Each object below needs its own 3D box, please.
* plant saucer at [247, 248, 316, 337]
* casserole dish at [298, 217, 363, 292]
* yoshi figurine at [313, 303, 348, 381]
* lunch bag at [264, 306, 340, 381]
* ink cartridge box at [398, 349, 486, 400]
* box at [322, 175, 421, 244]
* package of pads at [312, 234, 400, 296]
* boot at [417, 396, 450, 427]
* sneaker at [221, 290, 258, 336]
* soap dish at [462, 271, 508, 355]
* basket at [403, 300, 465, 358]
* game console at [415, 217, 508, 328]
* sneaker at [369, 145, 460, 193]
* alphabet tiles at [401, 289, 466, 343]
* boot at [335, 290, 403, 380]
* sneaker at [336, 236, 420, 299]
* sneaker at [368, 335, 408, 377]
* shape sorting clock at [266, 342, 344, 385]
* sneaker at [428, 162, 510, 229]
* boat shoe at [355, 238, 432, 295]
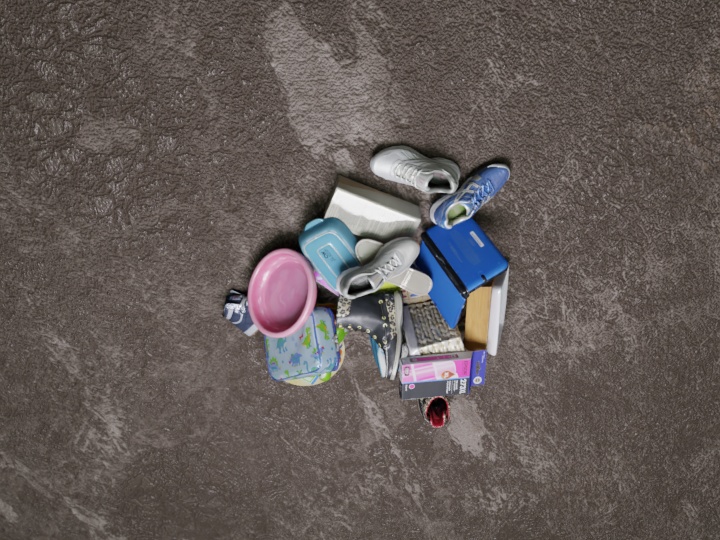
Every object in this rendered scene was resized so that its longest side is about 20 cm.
[{"bbox_3d":[-0.170,0.052,1.492,0.201,0.201,0.051,-45,148,23],"label":"plant saucer"},{"bbox_3d":[-0.054,-0.027,1.471,0.121,0.039,0.200,-27,116,19],"label":"casserole dish"},{"bbox_3d":[-0.097,0.186,1.605,0.112,0.112,0.200,13,115,3],"label":"yoshi figurine"},{"bbox_3d":[-0.137,0.168,1.543,0.200,0.082,0.161,-21,75,43],"label":"lunch bag"},{"bbox_3d":[0.185,0.230,1.462,0.199,0.037,0.095,-5,116,-9],"label":"ink cartridge box"},{"bbox_3d":[0.026,-0.125,1.471,0.200,0.078,0.095,21,118,-9],"label":"box"},{"bbox_3d":[0.000,0.000,1.547,0.200,0.068,0.155,34,116,-16],"label":"package of pads"},{"bbox_3d":[0.187,0.340,1.679,0.073,0.151,0.200,6,119,-1],"label":"boot"},{"bbox_3d":[-0.254,0.068,1.594,0.108,0.070,0.200,36,117,-18],"label":"sneaker"},{"bbox_3d":[0.292,0.084,1.540,0.081,0.157,0.200,9,120,17],"label":"soap dish"},{"bbox_3d":[0.175,0.172,1.556,0.123,0.200,0.136,-15,117,5],"label":"basket"},{"bbox_3d":[0.218,-0.005,1.478,0.170,0.200,0.118,-32,142,1],"label":"game console"},{"bbox_3d":[0.119,-0.210,1.409,0.199,0.099,0.078,8,119,-2],"label":"sneaker"},{"bbox_3d":[0.161,0.107,1.635,0.199,0.006,0.167,-9,119,8],"label":"alphabet tiles"},{"bbox_3d":[0.021,0.143,1.510,0.153,0.073,0.204,3,80,4],"label":"boot"},{"bbox_3d":[0.044,0.004,1.393,0.200,0.092,0.076,-34,106,2],"label":"sneaker"},{"bbox_3d":[0.070,0.179,1.630,0.081,0.077,0.200,-19,138,-7],"label":"sneaker"},{"bbox_3d":[-0.139,0.204,1.680,0.199,0.039,0.200,-3,115,-7],"label":"shape sorting clock"},{"bbox_3d":[0.245,-0.155,1.436,0.200,0.077,0.076,-39,118,9],"label":"sneaker"},{"bbox_3d":[0.069,-0.011,1.475,0.200,0.063,0.073,31,100,-17],"label":"boat shoe"}]
